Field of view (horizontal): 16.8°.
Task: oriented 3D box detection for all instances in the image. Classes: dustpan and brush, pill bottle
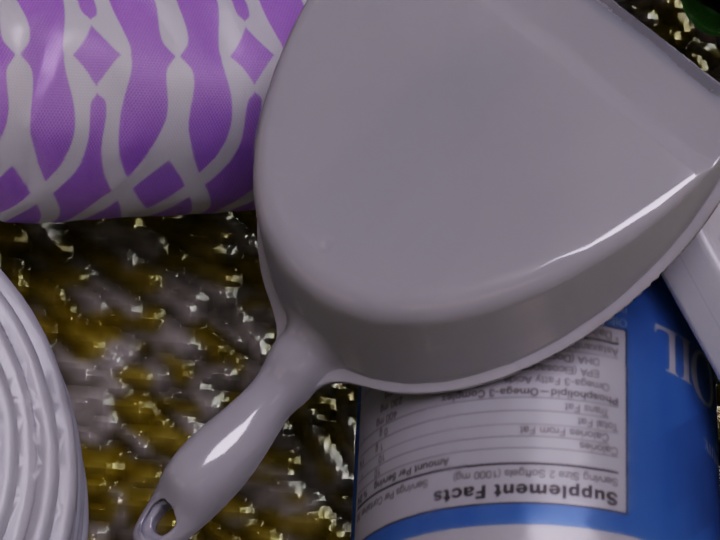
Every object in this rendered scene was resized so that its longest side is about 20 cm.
[{"bbox_3d":[0.000,0.000,0.698,0.200,0.057,0.139,-46,65,-8],"label":"dustpan and brush"},{"bbox_3d":[0.052,0.070,0.728,0.111,0.112,0.202,7,63,-9],"label":"pill bottle"}]

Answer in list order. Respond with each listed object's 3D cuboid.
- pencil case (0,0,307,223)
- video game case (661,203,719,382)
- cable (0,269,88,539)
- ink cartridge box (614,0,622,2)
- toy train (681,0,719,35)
[{"bbox_3d":[-0.047,-0.061,0.768,0.198,0.084,0.086,-2,43,-28],"label":"pencil case"},{"bbox_3d":[0.177,0.046,0.754,0.181,0.024,0.201,-15,74,-54],"label":"video game case"},{"bbox_3d":[-0.176,0.058,0.705,0.198,0.069,0.202,-3,64,-14],"label":"cable"},{"bbox_3d":[0.060,-0.167,0.898,0.199,0.057,0.163,-28,72,-2],"label":"ink cartridge box"},{"bbox_3d":[0.171,-0.088,0.849,0.199,0.042,0.057,26,55,-19],"label":"toy train"}]
